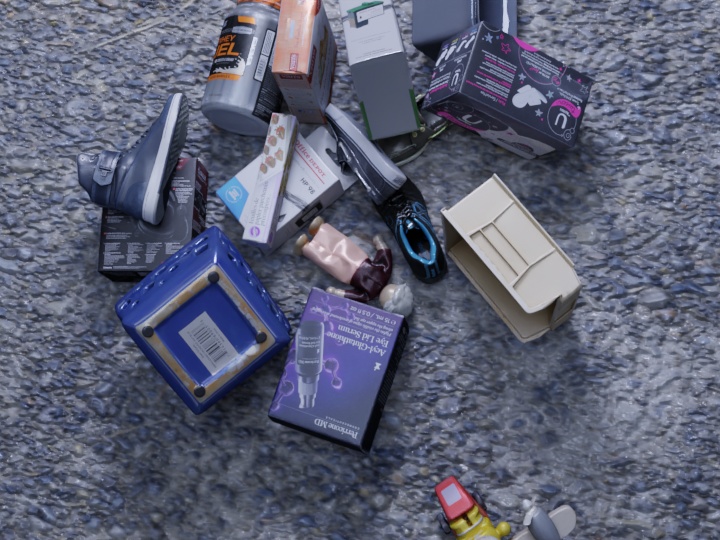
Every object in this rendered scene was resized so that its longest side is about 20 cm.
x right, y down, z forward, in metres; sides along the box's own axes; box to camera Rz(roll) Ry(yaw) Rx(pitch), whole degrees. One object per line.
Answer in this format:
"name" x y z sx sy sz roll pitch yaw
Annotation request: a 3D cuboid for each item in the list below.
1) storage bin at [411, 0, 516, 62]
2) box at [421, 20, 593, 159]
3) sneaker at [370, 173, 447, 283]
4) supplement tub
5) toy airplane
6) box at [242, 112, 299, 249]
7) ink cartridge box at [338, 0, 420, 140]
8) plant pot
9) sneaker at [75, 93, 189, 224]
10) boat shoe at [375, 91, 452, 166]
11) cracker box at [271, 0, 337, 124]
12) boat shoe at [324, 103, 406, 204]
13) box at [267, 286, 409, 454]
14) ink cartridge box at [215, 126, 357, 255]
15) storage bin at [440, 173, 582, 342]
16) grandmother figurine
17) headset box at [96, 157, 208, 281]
"storage bin" 0.159 -0.416 1.725 0.133 0.145 0.202 -7 74 34
"box" 0.212 -0.256 1.632 0.199 0.132 0.116 23 78 -19
"sneaker" 0.073 -0.080 1.671 0.073 0.082 0.201 -30 74 0
"supplement tub" -0.168 -0.322 1.742 0.121 0.123 0.202 11 78 10
"toy airplane" 0.178 0.395 1.512 0.197 0.141 0.202 12 78 10
"box" -0.132 -0.134 1.664 0.038 0.041 0.202 10 77 10
"ink cartridge box" 0.026 -0.317 1.665 0.084 0.147 0.201 -13 45 4
"plant pot" -0.220 0.077 1.588 0.200 0.180 0.201 -38 102 -4
"sneaker" -0.345 -0.184 1.676 0.145 0.077 0.204 14 79 8
"boat shoe" 0.095 -0.231 1.716 0.201 0.060 0.072 -35 74 -2
"cracker box" -0.081 -0.320 1.689 0.057 0.200 0.135 5 77 9
"boat shoe" -0.008 -0.175 1.684 0.068 0.072 0.200 -47 56 12
"box" -0.029 0.146 1.619 0.147 0.104 0.202 16 79 10
"ink cartridge box" -0.107 -0.134 1.716 0.200 0.067 0.116 -40 74 -3
"storage bin" 0.212 -0.008 1.575 0.093 0.200 0.199 -37 75 -5
"grandmother figurine" 0.000 0.000 1.677 0.200 0.061 0.122 39 91 11
"headset box" -0.319 -0.087 1.729 0.147 0.077 0.202 -1 76 7
